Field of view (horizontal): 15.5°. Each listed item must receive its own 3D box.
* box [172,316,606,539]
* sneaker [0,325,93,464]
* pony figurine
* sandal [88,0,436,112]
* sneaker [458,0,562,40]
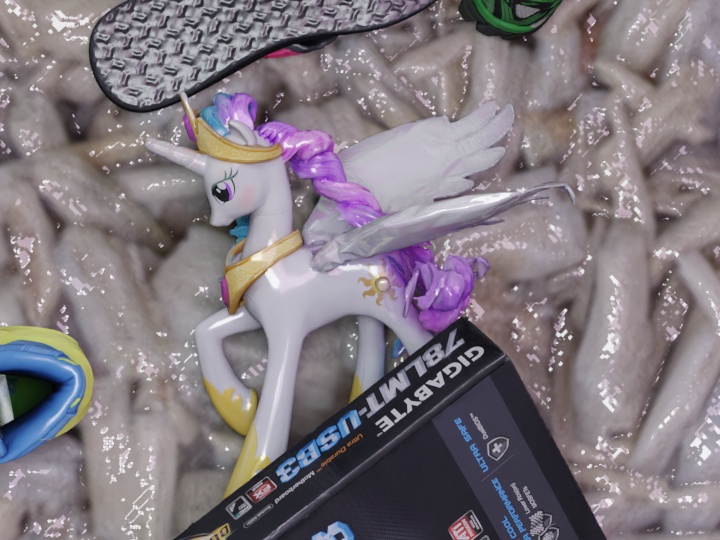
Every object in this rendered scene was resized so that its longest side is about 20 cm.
[{"bbox_3d":[0.018,0.154,1.263,0.198,0.050,0.201,-37,128,-10],"label":"box"},{"bbox_3d":[-0.216,0.068,1.227,0.199,0.105,0.076,-19,92,-17],"label":"sneaker"},{"bbox_3d":[0.000,0.000,1.286,0.192,0.167,0.201,-10,105,-9],"label":"pony figurine"},{"bbox_3d":[-0.042,-0.138,1.330,0.199,0.045,0.076,-23,88,-2],"label":"sandal"},{"bbox_3d":[0.105,-0.219,1.351,0.078,0.085,0.201,12,83,-15],"label":"sneaker"}]
